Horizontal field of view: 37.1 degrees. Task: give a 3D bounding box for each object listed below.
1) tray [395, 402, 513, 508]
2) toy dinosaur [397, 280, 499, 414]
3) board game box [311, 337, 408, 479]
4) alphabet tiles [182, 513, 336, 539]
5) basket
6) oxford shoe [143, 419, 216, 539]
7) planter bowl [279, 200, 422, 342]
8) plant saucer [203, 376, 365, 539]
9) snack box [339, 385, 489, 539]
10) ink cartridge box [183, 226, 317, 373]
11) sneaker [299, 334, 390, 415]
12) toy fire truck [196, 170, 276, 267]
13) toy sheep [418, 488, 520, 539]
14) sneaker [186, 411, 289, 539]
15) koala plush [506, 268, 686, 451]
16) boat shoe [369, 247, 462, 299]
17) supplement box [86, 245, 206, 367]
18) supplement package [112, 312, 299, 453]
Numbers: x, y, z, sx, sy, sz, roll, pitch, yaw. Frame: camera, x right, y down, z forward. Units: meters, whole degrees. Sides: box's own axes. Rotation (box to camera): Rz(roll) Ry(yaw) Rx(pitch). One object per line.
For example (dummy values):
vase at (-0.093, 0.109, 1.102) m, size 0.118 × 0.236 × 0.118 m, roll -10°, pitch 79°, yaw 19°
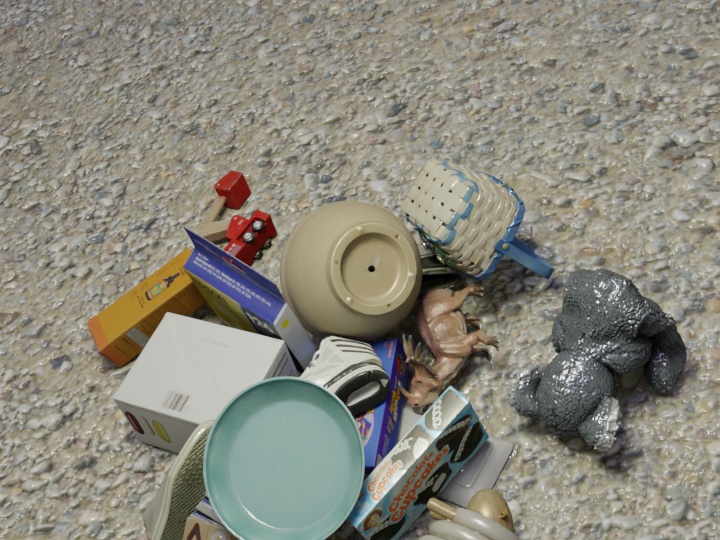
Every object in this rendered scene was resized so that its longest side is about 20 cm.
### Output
tray at (0.089, 0.231, 1.399) m, size 0.198 × 0.022 × 0.108 m, roll 17°, pitch 58°, yaw 29°
toy dinosaur at (0.108, 0.083, 1.459) m, size 0.133 × 0.086 × 0.202 m, roll -5°, pitch 49°, yaw -5°
board game box at (-0.015, 0.191, 1.428) m, size 0.133 × 0.045 × 0.202 m, roll -11°, pitch 45°, yaw 26°
alphabet tiles at (-0.134, 0.371, 1.287) m, size 0.197 × 0.008 × 0.170 m, roll 11°, pitch 89°, yaw 22°
basket at (0.165, -0.064, 1.510) m, size 0.140 × 0.198 × 0.176 m, roll -62°, pitch 31°, yaw 11°
oxford shoe at (-0.228, 0.274, 1.372) m, size 0.058 × 0.075 × 0.202 m, roll 39°, pitch 112°, yaw 46°
planter bowl at (0.000, 0.000, 1.445) m, size 0.199 × 0.202 × 0.135 m, roll -35°, pitch 6°, yaw -14°
plant saucer at (-0.087, 0.228, 1.267) m, size 0.197 × 0.036 × 0.203 m, roll -3°, pitch 77°, yaw 13°
snack box at (0.068, 0.245, 1.306) m, size 0.200 × 0.116 × 0.037 m, roll -46°, pitch 55°, yaw -10°
ink cartridge box at (-0.160, 0.047, 1.513) m, size 0.197 × 0.201 × 0.047 m, roll 29°, pitch 72°, yaw 35°
sneaker at (-0.062, 0.157, 1.416) m, size 0.198 × 0.076 × 0.116 m, roll -24°, pitch 31°, yaw 1°
toy fire truck at (-0.214, -0.063, 1.729) m, size 0.140 × 0.049 × 0.201 m, roll 21°, pitch 60°, yaw 31°
toy sheep at (0.115, 0.343, 1.224) m, size 0.137 × 0.138 × 0.202 m, roll 18°, pitch 72°, yaw 29°
sneaker at (-0.144, 0.265, 1.365) m, size 0.080 × 0.115 × 0.201 m, roll 29°, pitch 99°, yaw 17°
koala plush at (0.286, 0.119, 1.349) m, size 0.176 × 0.184 × 0.201 m, roll 25°, pitch 73°, yaw 34°
boat shoe at (0.051, 0.019, 1.562) m, size 0.197 × 0.071 × 0.064 m, roll -18°, pitch 46°, yaw -1°
supplement box at (-0.309, 0.055, 1.615) m, size 0.199 × 0.069 × 0.067 m, roll -37°, pitch 52°, yaw 4°
supplement package at (-0.207, 0.169, 1.484) m, size 0.198 × 0.112 × 0.157 m, roll 11°, pitch 53°, yaw 26°
